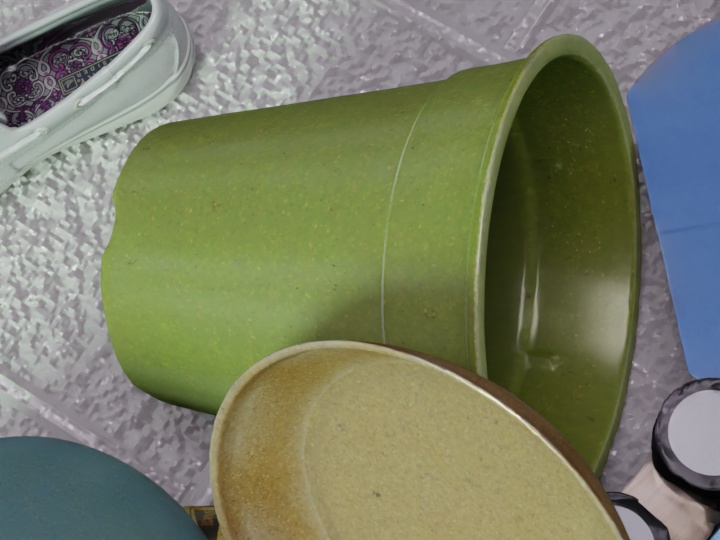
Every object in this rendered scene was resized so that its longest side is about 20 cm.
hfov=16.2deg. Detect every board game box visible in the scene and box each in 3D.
[{"bbox_3d":[0.203,-0.021,1.100,0.157,0.039,0.201,-8,68,-4],"label":"board game box"}]

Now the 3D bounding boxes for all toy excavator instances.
[{"bbox_3d":[0.199,0.125,1.020,0.200,0.100,0.195,39,75,15],"label":"toy excavator"}]

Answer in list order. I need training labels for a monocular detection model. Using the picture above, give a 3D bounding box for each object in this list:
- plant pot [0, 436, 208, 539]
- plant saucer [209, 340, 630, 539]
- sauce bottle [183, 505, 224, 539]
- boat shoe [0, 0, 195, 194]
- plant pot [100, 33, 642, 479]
[{"bbox_3d":[-0.158,0.173,1.006,0.199,0.135,0.201,1,92,17],"label":"plant pot"},{"bbox_3d":[0.032,0.104,0.970,0.200,0.201,0.035,30,45,19],"label":"plant saucer"},{"bbox_3d":[-0.051,0.131,1.075,0.199,0.065,0.065,-2,70,8],"label":"sauce bottle"},{"bbox_3d":[-0.171,-0.072,1.168,0.199,0.069,0.072,-22,68,1],"label":"boat shoe"},{"bbox_3d":[0.000,0.000,1.066,0.189,0.200,0.201,3,70,25],"label":"plant pot"}]
